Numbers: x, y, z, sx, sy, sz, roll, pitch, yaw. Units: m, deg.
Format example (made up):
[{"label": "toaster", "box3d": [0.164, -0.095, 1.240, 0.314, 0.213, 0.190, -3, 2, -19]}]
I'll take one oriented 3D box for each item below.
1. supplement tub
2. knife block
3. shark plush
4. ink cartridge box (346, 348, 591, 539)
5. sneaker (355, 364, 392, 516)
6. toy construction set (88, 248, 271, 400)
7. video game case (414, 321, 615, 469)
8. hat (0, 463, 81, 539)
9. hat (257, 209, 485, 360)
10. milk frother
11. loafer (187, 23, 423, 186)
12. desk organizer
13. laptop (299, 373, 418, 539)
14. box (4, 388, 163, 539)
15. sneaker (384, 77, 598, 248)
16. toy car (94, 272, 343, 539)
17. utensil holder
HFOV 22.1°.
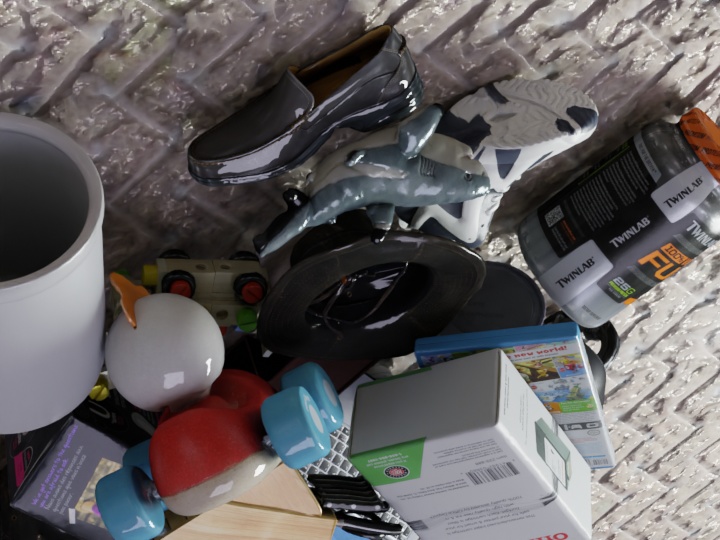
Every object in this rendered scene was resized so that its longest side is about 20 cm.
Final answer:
[{"label": "supplement tub", "box3d": [0.251, -0.050, 1.659, 0.200, 0.123, 0.122, -38, 142, 20]}, {"label": "knife block", "box3d": [-0.069, 0.239, 1.595, 0.200, 0.064, 0.176, -31, 114, -4]}, {"label": "shark plush", "box3d": [0.009, -0.062, 1.447, 0.200, 0.083, 0.091, -27, -178, -34]}, {"label": "ink cartridge box", "box3d": [0.100, 0.171, 1.619, 0.146, 0.084, 0.200, -16, 136, 24]}, {"label": "sneaker", "box3d": [-0.014, 0.193, 1.812, 0.079, 0.131, 0.200, 3, 139, -46]}, {"label": "toy construction set", "box3d": [-0.142, 0.044, 1.591, 0.199, 0.092, 0.131, -7, 127, -28]}, {"label": "video game case", "box3d": [0.140, 0.119, 1.634, 0.143, 0.018, 0.200, -6, 139, 15]}, {"label": "hat", "box3d": [-0.287, 0.228, 1.677, 0.081, 0.201, 0.200, -48, 140, 6]}, {"label": "hat", "box3d": [0.000, 0.000, 1.560, 0.200, 0.081, 0.201, -14, 147, -10]}, {"label": "milk frother", "box3d": [0.152, 0.065, 1.735, 0.180, 0.200, 0.188, 4, 140, 10]}, {"label": "loafer", "box3d": [-0.050, -0.133, 1.446, 0.200, 0.073, 0.072, -28, 136, -9]}, {"label": "desk organizer", "box3d": [-0.052, 0.077, 1.701, 0.200, 0.072, 0.077, -42, 137, 24]}, {"label": "laptop", "box3d": [0.024, 0.227, 1.734, 0.187, 0.116, 0.200, 36, 83, -34]}, {"label": "box", "box3d": [-0.205, 0.180, 1.641, 0.200, 0.122, 0.106, 31, 105, -24]}, {"label": "sneaker", "box3d": [0.110, -0.084, 1.577, 0.199, 0.080, 0.130, -22, 145, -1]}, {"label": "toy car", "box3d": [-0.141, 0.084, 1.477, 0.184, 0.200, 0.177, -25, -175, 10]}, {"label": "utensil holder", "box3d": [-0.277, 0.006, 1.412, 0.169, 0.170, 0.200, -13, 146, -13]}]
